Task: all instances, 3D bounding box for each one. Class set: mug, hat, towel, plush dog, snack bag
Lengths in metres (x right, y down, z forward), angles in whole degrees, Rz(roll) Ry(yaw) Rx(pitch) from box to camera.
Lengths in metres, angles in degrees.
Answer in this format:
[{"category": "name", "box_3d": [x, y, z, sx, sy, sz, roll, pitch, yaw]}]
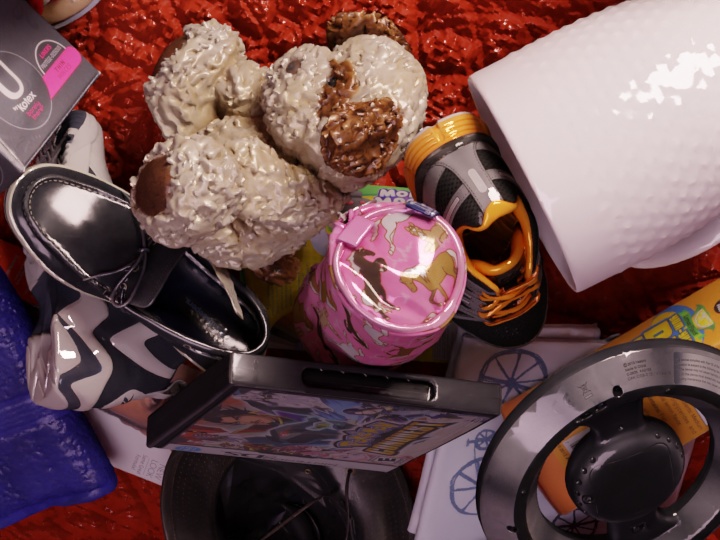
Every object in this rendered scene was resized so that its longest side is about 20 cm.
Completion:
[{"category": "mug", "box_3d": [0.183, -0.076, 1.307, 0.175, 0.148, 0.200, -27, 137, 1]}, {"category": "hat", "box_3d": [-0.060, 0.177, 1.527, 0.200, 0.201, 0.081, 39, 164, -14]}, {"category": "towel", "box_3d": [-0.270, 0.088, 1.469, 0.147, 0.050, 0.201, -19, 115, 14]}, {"category": "plush dog", "box_3d": [-0.033, -0.079, 1.318, 0.171, 0.201, 0.161, -30, 120, 21]}, {"category": "snack bag", "box_3d": [0.144, 0.117, 1.472, 0.199, 0.021, 0.190, 2, 122, -14]}]

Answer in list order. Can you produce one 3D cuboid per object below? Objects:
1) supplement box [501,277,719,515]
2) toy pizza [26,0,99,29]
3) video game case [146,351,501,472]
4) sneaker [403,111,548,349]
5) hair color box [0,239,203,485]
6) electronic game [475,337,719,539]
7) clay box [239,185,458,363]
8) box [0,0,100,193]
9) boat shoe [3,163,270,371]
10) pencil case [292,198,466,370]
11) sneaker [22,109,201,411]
[{"category": "supplement box", "box_3d": [0.195, 0.076, 1.404, 0.199, 0.067, 0.069, -30, 123, 7]}, {"category": "toy pizza", "box_3d": [-0.241, -0.236, 1.346, 0.199, 0.032, 0.201, 5, 122, 7]}, {"category": "video game case", "box_3d": [-0.029, 0.096, 1.396, 0.180, 0.026, 0.200, 8, 162, -19]}, {"category": "sneaker", "box_3d": [0.079, -0.007, 1.317, 0.078, 0.077, 0.200, -31, 140, -3]}, {"category": "hair color box", "box_3d": [-0.209, 0.061, 1.502, 0.199, 0.064, 0.111, 21, 122, -4]}, {"category": "electronic game", "box_3d": [0.169, 0.126, 1.364, 0.199, 0.042, 0.201, -10, 129, -12]}, {"category": "clay box", "box_3d": [0.000, 0.000, 1.436, 0.199, 0.048, 0.116, 6, 124, 7]}, {"category": "box", "box_3d": [-0.281, -0.083, 1.373, 0.106, 0.122, 0.200, 44, 130, -14]}, {"category": "boat shoe", "box_3d": [-0.137, -0.002, 1.355, 0.200, 0.075, 0.062, 38, 161, -11]}, {"category": "pencil case", "box_3d": [0.008, 0.015, 1.305, 0.082, 0.200, 0.087, 0, 78, -8]}, {"category": "sneaker", "box_3d": [-0.153, -0.003, 1.426, 0.129, 0.200, 0.079, 7, 158, -30]}]
